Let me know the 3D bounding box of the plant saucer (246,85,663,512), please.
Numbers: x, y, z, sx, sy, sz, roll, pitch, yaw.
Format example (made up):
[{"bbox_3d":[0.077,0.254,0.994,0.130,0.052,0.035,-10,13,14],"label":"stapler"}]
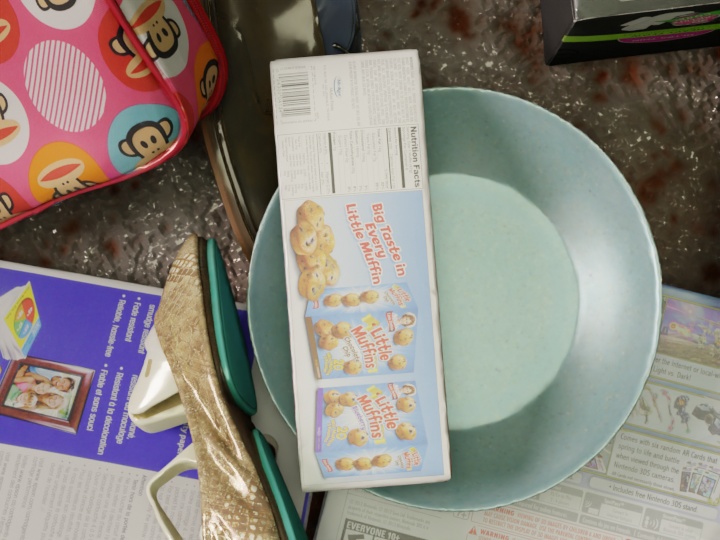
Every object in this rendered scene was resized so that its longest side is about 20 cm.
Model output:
[{"bbox_3d":[0.045,0.014,0.906,0.199,0.039,0.204,0,86,2],"label":"plant saucer"}]

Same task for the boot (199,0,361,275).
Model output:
[{"bbox_3d":[-0.034,-0.091,0.939,0.096,0.075,0.202,-16,85,3],"label":"boot"}]

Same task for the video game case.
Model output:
[{"bbox_3d":[0.090,0.086,0.941,0.198,0.045,0.183,15,87,2],"label":"video game case"}]

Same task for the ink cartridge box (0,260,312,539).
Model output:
[{"bbox_3d":[-0.120,0.102,0.910,0.198,0.044,0.200,9,63,4],"label":"ink cartridge box"}]

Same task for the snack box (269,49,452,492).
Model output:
[{"bbox_3d":[0.000,0.000,0.875,0.071,0.024,0.202,-4,85,0],"label":"snack box"}]

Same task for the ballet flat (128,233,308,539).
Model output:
[{"bbox_3d":[-0.073,0.076,0.868,0.065,0.071,0.202,-20,61,3],"label":"ballet flat"}]

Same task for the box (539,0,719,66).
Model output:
[{"bbox_3d":[0.184,-0.178,0.900,0.198,0.149,0.126,-7,88,1],"label":"box"}]

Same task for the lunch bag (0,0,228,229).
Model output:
[{"bbox_3d":[-0.179,-0.114,0.882,0.198,0.082,0.177,-17,114,30],"label":"lunch bag"}]
